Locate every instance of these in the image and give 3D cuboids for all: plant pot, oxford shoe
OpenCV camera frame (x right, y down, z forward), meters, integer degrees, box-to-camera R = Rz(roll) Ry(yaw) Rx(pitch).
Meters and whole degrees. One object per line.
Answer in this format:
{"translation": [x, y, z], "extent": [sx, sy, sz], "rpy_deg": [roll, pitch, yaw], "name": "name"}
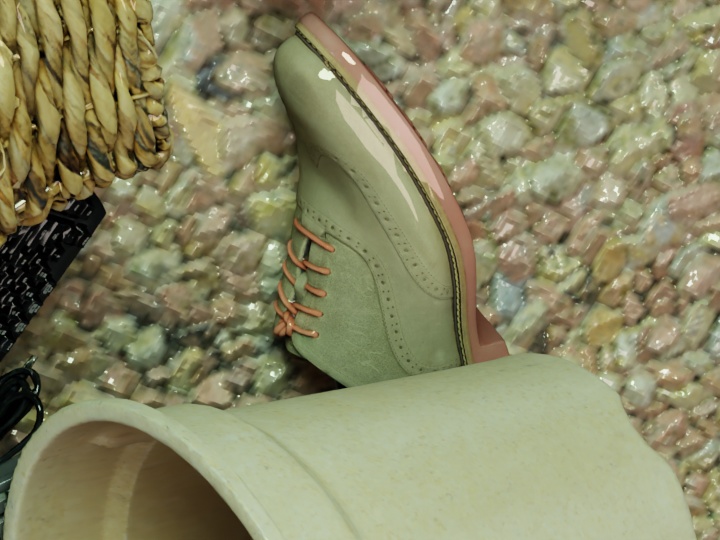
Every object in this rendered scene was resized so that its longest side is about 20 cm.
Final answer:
{"translation": [0.009, 0.116, 0.920], "extent": [0.183, 0.200, 0.202], "rpy_deg": [-17, 123, -35], "name": "plant pot"}
{"translation": [0.000, 0.000, 0.982], "extent": [0.075, 0.070, 0.201], "rpy_deg": [-29, 125, -9], "name": "oxford shoe"}

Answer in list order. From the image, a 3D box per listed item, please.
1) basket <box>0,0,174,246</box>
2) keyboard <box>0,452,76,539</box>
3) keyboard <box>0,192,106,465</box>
{"translation": [-0.154, -0.099, 0.802], "extent": [0.148, 0.143, 0.201], "rpy_deg": [-23, 124, -16], "name": "basket"}
{"translation": [-0.096, 0.131, 1.004], "extent": [0.127, 0.021, 0.201], "rpy_deg": [-30, 140, -23], "name": "keyboard"}
{"translation": [-0.143, 0.056, 0.923], "extent": [0.200, 0.040, 0.104], "rpy_deg": [-53, 165, 7], "name": "keyboard"}
